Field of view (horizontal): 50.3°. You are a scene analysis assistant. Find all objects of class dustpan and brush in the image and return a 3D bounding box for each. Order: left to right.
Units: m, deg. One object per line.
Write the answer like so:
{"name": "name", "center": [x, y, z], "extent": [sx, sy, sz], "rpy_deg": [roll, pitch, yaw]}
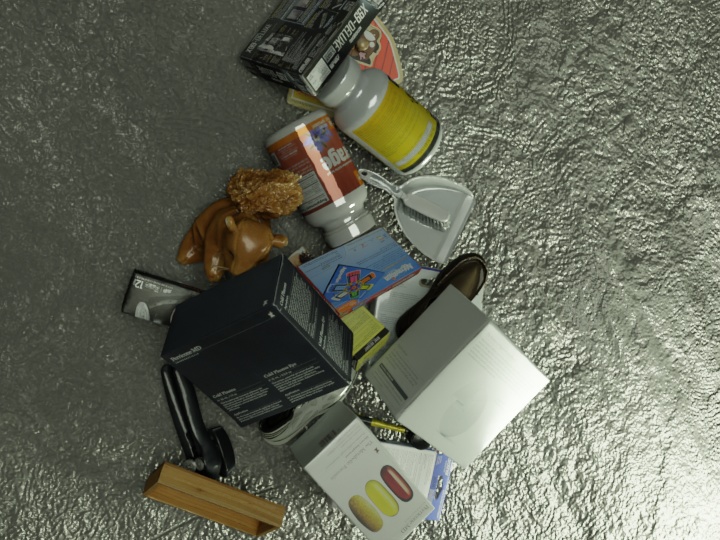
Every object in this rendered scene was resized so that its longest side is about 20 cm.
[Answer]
{"name": "dustpan and brush", "center": [0.083, -0.115, 1.282], "extent": [0.199, 0.057, 0.140], "rpy_deg": [26, 78, 4]}

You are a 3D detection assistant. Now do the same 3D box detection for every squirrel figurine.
{"name": "squirrel figurine", "center": [-0.170, -0.070, 1.138], "extent": [0.141, 0.187, 0.201], "rpy_deg": [24, 84, -16]}

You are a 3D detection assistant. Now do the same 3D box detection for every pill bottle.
{"name": "pill bottle", "center": [-0.059, -0.143, 1.213], "extent": [0.112, 0.112, 0.201], "rpy_deg": [-31, 100, -15]}
{"name": "pill bottle", "center": [0.028, -0.248, 1.214], "extent": [0.199, 0.112, 0.113], "rpy_deg": [33, 80, -32]}

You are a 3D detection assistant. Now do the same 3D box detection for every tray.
{"name": "tray", "center": [-0.224, 0.352, 1.171], "extent": [0.199, 0.099, 0.037], "rpy_deg": [25, 54, -17]}

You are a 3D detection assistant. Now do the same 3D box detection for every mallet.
{"name": "mallet", "center": [0.023, 0.253, 1.286], "extent": [0.198, 0.066, 0.041], "rpy_deg": [16, 92, -2]}

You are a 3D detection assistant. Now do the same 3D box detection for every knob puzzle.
{"name": "knob puzzle", "center": [-0.017, -0.350, 1.267], "extent": [0.218, 0.030, 0.222], "rpy_deg": [0, 90, -17]}

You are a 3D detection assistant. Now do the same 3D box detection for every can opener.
{"name": "can opener", "center": [-0.263, 0.238, 1.188], "extent": [0.063, 0.079, 0.201], "rpy_deg": [-22, 95, 23]}

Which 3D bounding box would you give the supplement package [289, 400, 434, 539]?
{"name": "supplement package", "center": [0.002, 0.322, 1.195], "extent": [0.114, 0.109, 0.200], "rpy_deg": [-42, 104, -9]}

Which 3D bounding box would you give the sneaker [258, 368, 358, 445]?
{"name": "sneaker", "center": [-0.078, 0.194, 1.200], "extent": [0.200, 0.115, 0.076], "rpy_deg": [-43, 79, -12]}

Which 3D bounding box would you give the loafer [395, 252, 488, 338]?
{"name": "loafer", "center": [0.146, 0.051, 1.259], "extent": [0.073, 0.071, 0.200], "rpy_deg": [46, 76, -13]}

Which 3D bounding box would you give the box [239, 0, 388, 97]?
{"name": "box", "center": [-0.073, -0.376, 1.185], "extent": [0.201, 0.157, 0.050], "rpy_deg": [-56, 141, -10]}

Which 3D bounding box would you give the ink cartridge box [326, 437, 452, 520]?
{"name": "ink cartridge box", "center": [0.051, 0.348, 1.289], "extent": [0.198, 0.042, 0.120], "rpy_deg": [13, 88, -14]}

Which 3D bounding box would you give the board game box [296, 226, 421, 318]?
{"name": "board game box", "center": [0.000, 0.000, 1.209], "extent": [0.103, 0.020, 0.199], "rpy_deg": [45, 45, 18]}

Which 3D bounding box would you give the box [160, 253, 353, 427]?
{"name": "box", "center": [-0.140, 0.104, 1.081], "extent": [0.199, 0.105, 0.182], "rpy_deg": [-24, 127, 22]}

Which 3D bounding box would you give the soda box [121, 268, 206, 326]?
{"name": "soda box", "center": [-0.259, 0.059, 1.172], "extent": [0.199, 0.071, 0.064], "rpy_deg": [18, 90, -17]}

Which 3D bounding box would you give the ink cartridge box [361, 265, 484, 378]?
{"name": "ink cartridge box", "center": [0.108, 0.095, 1.305], "extent": [0.198, 0.041, 0.202], "rpy_deg": [10, 86, -18]}

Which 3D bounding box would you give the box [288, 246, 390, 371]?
{"name": "box", "center": [-0.050, 0.058, 1.190], "extent": [0.200, 0.050, 0.075], "rpy_deg": [43, 64, 14]}

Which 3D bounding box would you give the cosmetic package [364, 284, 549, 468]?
{"name": "cosmetic package", "center": [0.152, 0.167, 1.200], "extent": [0.200, 0.123, 0.199], "rpy_deg": [-45, 128, 4]}
